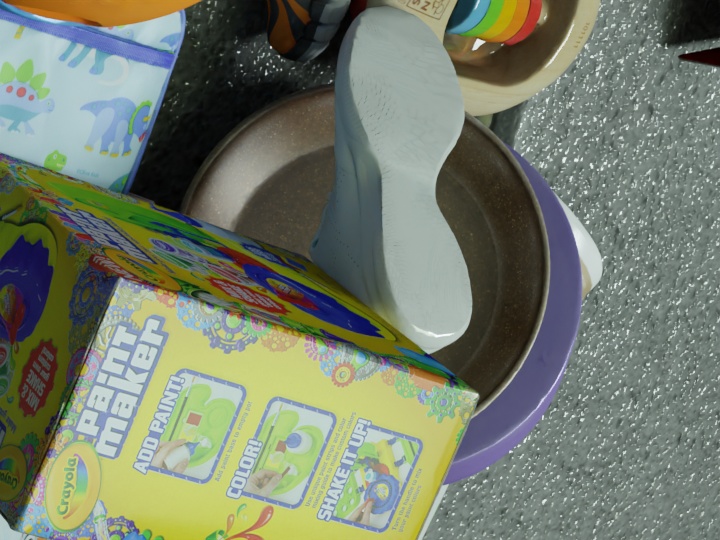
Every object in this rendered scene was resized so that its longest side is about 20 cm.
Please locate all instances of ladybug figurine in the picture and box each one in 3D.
[{"bbox_3d":[0.058,-0.157,1.419,0.200,0.072,0.136,11,111,-54],"label":"ladybug figurine"}]

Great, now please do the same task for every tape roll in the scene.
[{"bbox_3d":[0.021,0.018,1.402,0.200,0.200,0.085,-49,171,-8],"label":"tape roll"}]

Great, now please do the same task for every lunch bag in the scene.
[{"bbox_3d":[-0.188,-0.097,1.238,0.200,0.082,0.161,16,100,-48],"label":"lunch bag"}]

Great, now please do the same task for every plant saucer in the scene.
[{"bbox_3d":[0.000,0.000,1.345,0.200,0.200,0.037,-49,172,-8],"label":"plant saucer"}]

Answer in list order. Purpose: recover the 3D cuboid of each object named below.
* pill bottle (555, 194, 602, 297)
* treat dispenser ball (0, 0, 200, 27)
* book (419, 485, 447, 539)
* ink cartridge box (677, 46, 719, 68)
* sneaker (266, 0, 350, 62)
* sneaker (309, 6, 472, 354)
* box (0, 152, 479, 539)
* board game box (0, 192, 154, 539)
[{"bbox_3d":[0.039,0.032,1.501,0.200,0.111,0.111,-44,136,-12],"label":"pill bottle"},{"bbox_3d":[-0.117,-0.206,1.101,0.201,0.201,0.201,-22,128,-32],"label":"treat dispenser ball"},{"bbox_3d":[-0.033,0.210,1.594,0.133,0.048,0.200,14,106,-49],"label":"book"},{"bbox_3d":[0.326,-0.173,1.601,0.200,0.175,0.084,-14,110,-41],"label":"ink cartridge box"},{"bbox_3d":[-0.049,-0.192,1.317,0.112,0.078,0.200,13,141,-7],"label":"sneaker"},{"bbox_3d":[0.004,-0.039,1.303,0.075,0.201,0.088,15,148,-28],"label":"sneaker"},{"bbox_3d":[-0.087,0.052,1.177,0.192,0.200,0.122,18,100,-31],"label":"box"},{"bbox_3d":[-0.151,0.092,1.353,0.200,0.043,0.199,-54,147,-27],"label":"board game box"}]
